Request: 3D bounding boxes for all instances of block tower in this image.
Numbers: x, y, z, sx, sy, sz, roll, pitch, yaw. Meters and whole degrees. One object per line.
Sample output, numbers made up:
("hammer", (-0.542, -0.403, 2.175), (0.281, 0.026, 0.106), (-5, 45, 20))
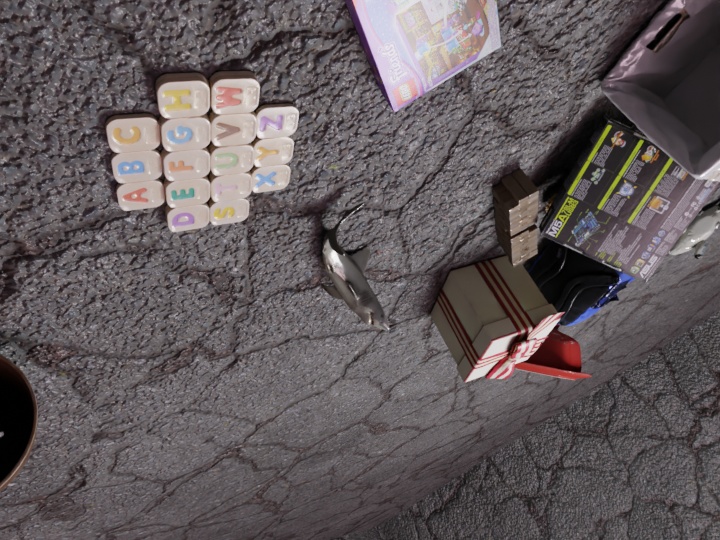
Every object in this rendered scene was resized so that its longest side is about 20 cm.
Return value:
("block tower", (0.264, -0.084, 0.913), (0.053, 0.058, 0.201), (-27, 147, 2))

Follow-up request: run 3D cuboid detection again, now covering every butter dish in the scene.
("butter dish", (0.510, 0.208, 1.454), (0.198, 0.151, 0.198), (5, 171, 39))

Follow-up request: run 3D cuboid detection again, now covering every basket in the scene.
("basket", (0.471, -0.246, 0.693), (0.159, 0.202, 0.199), (0, 140, -40))

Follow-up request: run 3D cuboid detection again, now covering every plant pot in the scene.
("plant pot", (-0.499, 0.216, 0.675), (0.184, 0.190, 0.200), (-8, 159, -27))

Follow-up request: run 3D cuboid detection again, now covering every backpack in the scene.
("backpack", (0.454, 0.013, 1.095), (0.166, 0.164, 0.201), (-9, 144, -33))

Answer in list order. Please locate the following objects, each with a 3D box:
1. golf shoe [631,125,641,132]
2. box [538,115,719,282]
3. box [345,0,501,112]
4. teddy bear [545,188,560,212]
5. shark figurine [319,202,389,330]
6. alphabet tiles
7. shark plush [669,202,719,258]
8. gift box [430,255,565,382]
("golf shoe", (0.488, -0.193, 0.892), (0.197, 0.089, 0.078), (-12, 148, -20))
("box", (0.414, -0.106, 0.841), (0.048, 0.191, 0.202), (-58, 172, -61))
("box", (0.057, -0.262, 0.507), (0.135, 0.039, 0.200), (-30, 149, 4))
("teddy bear", (0.418, -0.103, 0.916), (0.196, 0.067, 0.146), (4, 140, 16))
("shark figurine", (-0.014, -0.017, 0.802), (0.089, 0.127, 0.216), (-43, 136, -22))
("alphabet tiles", (-0.162, -0.118, 0.575), (0.193, 0.015, 0.201), (-11, 146, -24))
("shark plush", (0.832, -0.122, 1.317), (0.202, 0.090, 0.083), (-60, 160, 13))
("gift box", (0.273, 0.093, 1.050), (0.197, 0.189, 0.186), (-16, 148, -16))
